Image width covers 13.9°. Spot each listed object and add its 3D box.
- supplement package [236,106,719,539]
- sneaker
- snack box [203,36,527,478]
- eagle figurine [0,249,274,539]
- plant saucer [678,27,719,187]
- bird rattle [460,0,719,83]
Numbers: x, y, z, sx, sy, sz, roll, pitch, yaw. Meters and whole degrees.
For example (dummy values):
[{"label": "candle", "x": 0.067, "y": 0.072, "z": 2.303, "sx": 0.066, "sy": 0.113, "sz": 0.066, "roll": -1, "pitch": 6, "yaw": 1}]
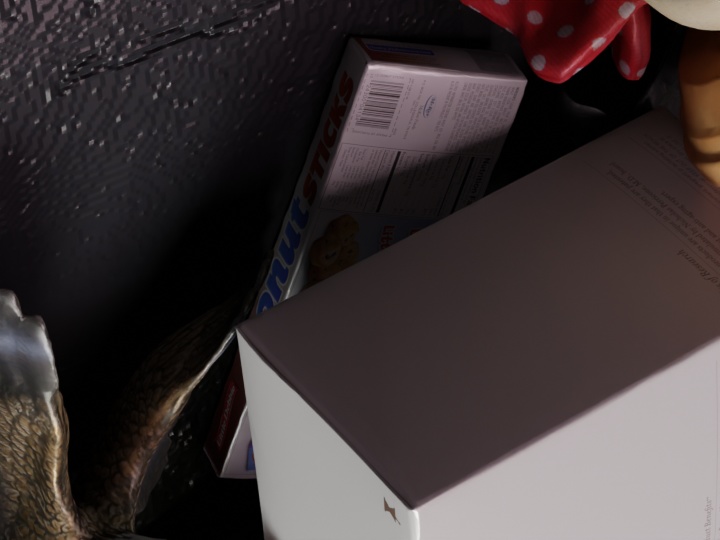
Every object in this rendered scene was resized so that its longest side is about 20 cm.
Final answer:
[{"label": "supplement package", "x": 0.070, "y": 0.050, "z": 1.108, "sx": 0.200, "sy": 0.120, "sz": 0.122, "roll": -27, "pitch": 137, "yaw": -22}, {"label": "sneaker", "x": 0.095, "y": -0.048, "z": 1.188, "sx": 0.200, "sy": 0.060, "sz": 0.104, "roll": -48, "pitch": 140, "yaw": 2}, {"label": "snack box", "x": 0.000, "y": 0.000, "z": 1.176, "sx": 0.072, "sy": 0.024, "sz": 0.201, "roll": 3, "pitch": 124, "yaw": -28}, {"label": "eagle figurine", "x": -0.107, "y": 0.087, "z": 1.132, "sx": 0.152, "sy": 0.150, "sz": 0.201, "roll": -38, "pitch": 128, "yaw": -74}, {"label": "plant saucer", "x": 0.181, "y": -0.117, "z": 1.065, "sx": 0.037, "sy": 0.200, "sz": 0.200, "roll": 39, "pitch": 101, "yaw": -13}, {"label": "bird rattle", "x": 0.126, "y": -0.149, "z": 1.051, "sx": 0.113, "sy": 0.163, "sz": 0.200, "roll": 37, "pitch": 92, "yaw": -30}]
